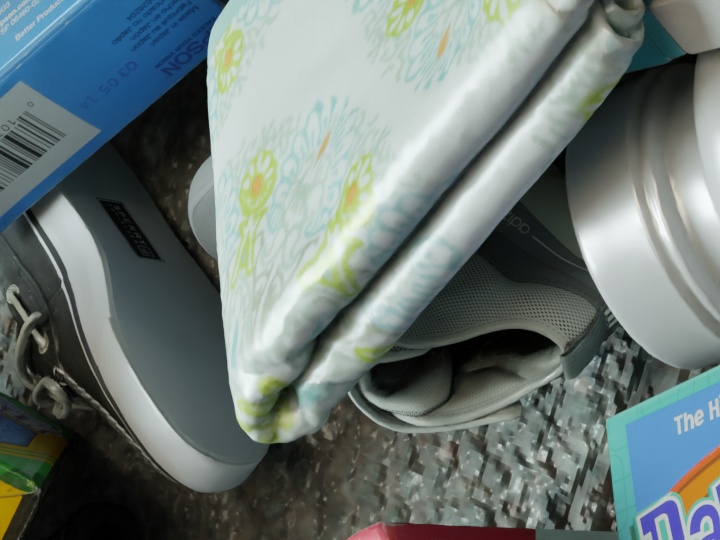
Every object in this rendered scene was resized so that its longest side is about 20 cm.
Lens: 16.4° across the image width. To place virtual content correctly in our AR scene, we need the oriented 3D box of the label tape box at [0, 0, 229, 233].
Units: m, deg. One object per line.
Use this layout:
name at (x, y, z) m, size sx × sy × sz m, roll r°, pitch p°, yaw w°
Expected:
label tape box at (-0.138, -0.133, 0.967) m, size 0.144 × 0.063 × 0.201 m, roll -38°, pitch 50°, yaw 19°

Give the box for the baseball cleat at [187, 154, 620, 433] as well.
baseball cleat at (0.000, 0.000, 0.852) m, size 0.199 × 0.106 × 0.070 m, roll 4°, pitch 130°, yaw 40°

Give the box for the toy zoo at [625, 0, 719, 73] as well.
toy zoo at (0.122, -0.111, 0.724) m, size 0.131 × 0.020 × 0.200 m, roll -48°, pitch 17°, yaw -21°

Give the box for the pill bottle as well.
pill bottle at (0.164, -0.042, 0.713) m, size 0.199 × 0.119 × 0.120 m, roll -23°, pitch 69°, yaw 36°

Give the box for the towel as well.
towel at (0.011, -0.069, 0.776) m, size 0.200 × 0.048 × 0.172 m, roll -51°, pitch 28°, yaw 36°

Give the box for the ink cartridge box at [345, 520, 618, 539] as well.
ink cartridge box at (0.035, 0.198, 0.765) m, size 0.144 × 0.145 × 0.201 m, roll -36°, pitch 62°, yaw 30°

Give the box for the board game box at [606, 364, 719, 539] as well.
board game box at (0.139, 0.111, 0.661) m, size 0.152 × 0.045 × 0.201 m, roll -32°, pitch 53°, yaw 46°

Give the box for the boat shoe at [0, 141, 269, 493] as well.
boat shoe at (-0.101, 0.022, 0.951) m, size 0.068 × 0.073 × 0.200 m, roll -54°, pitch 52°, yaw 24°

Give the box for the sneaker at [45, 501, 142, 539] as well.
sneaker at (-0.068, 0.162, 0.904) m, size 0.200 × 0.071 × 0.083 m, roll 50°, pitch 120°, yaw 36°

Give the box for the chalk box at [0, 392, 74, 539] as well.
chalk box at (-0.192, 0.093, 0.948) m, size 0.123 × 0.200 × 0.125 m, roll 27°, pitch 91°, yaw -4°
